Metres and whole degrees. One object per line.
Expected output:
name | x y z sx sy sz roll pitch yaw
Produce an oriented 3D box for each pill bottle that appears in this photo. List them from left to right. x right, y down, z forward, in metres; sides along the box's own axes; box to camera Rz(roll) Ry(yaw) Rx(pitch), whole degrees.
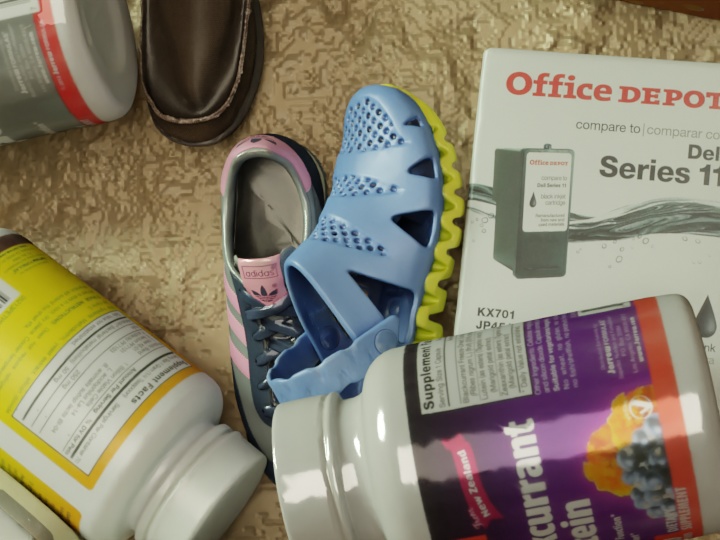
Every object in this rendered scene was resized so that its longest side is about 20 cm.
pill bottle | -0.233 -0.119 0.890 0.199 0.114 0.115 -11 83 9
pill bottle | -0.152 0.073 0.882 0.200 0.109 0.109 36 92 11
pill bottle | 0.064 0.083 0.756 0.199 0.111 0.112 -12 83 8

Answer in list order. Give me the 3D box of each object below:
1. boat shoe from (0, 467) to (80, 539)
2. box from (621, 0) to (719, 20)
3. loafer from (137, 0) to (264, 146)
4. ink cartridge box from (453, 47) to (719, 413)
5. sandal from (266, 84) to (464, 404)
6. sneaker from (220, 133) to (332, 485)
boat shoe | -0.243 0.114 0.869 0.200 0.075 0.068 34 68 17
box | 0.155 -0.197 0.842 0.199 0.124 0.098 13 88 12
loafer | -0.095 -0.171 0.912 0.073 0.071 0.201 1 85 10
ink cartridge box | 0.127 -0.010 0.851 0.146 0.083 0.201 5 86 10
sandal | 0.000 0.000 0.837 0.087 0.079 0.201 8 79 -29
sneaker | -0.047 0.024 0.881 0.070 0.082 0.201 -10 84 10
